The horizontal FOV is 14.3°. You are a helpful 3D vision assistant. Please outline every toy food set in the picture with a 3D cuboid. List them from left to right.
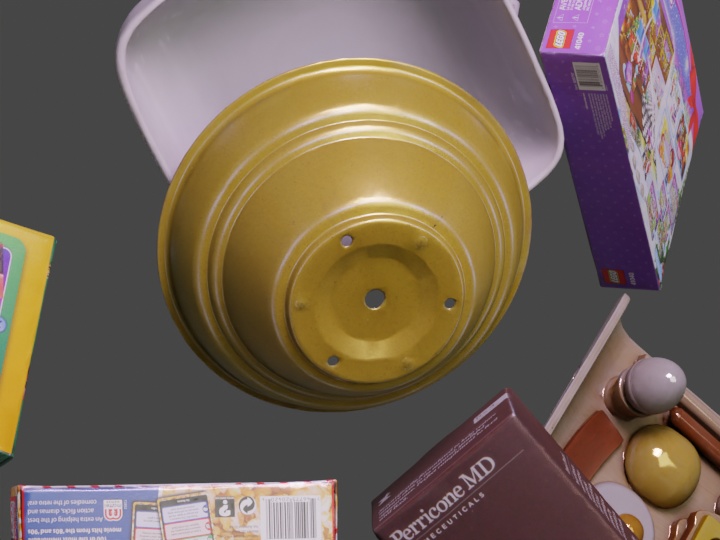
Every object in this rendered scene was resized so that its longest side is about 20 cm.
[{"bbox_3d":[0.185,0.128,1.603,0.200,0.060,0.144,40,59,-11],"label":"toy food set"}]

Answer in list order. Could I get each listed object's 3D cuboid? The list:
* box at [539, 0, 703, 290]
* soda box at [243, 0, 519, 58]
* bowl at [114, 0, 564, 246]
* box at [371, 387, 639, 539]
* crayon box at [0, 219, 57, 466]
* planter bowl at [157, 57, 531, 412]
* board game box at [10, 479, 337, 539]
[{"bbox_3d":[0.147,-0.103,1.587,0.200,0.039,0.137,71,30,-49],"label":"box"},{"bbox_3d":[-0.014,-0.146,1.581,0.200,0.064,0.068,22,64,-22],"label":"soda box"},{"bbox_3d":[-0.016,-0.100,1.505,0.199,0.075,0.200,-30,114,1],"label":"bowl"},{"bbox_3d":[0.106,0.171,1.513,0.100,0.075,0.200,-41,95,6],"label":"box"},{"bbox_3d":[-0.256,0.016,1.394,0.200,0.058,0.119,19,66,-23],"label":"crayon box"},{"bbox_3d":[0.000,0.000,1.462,0.200,0.084,0.201,-4,115,-10],"label":"planter bowl"},{"bbox_3d":[-0.086,0.199,1.335,0.151,0.046,0.201,0,84,-11],"label":"board game box"}]
